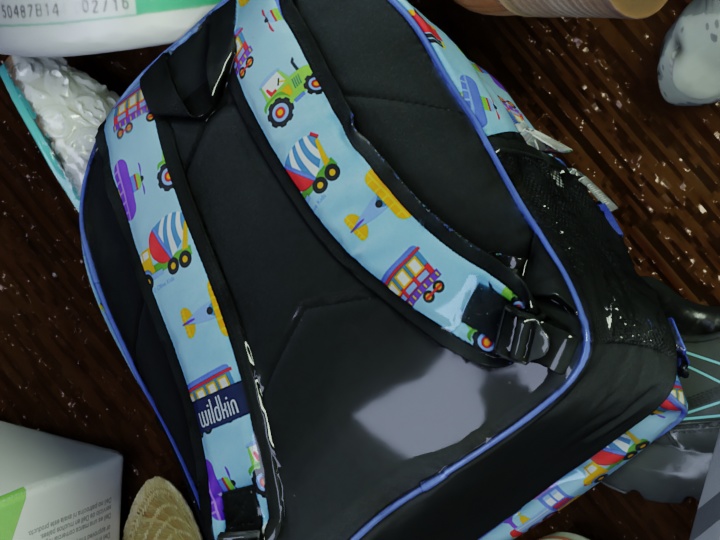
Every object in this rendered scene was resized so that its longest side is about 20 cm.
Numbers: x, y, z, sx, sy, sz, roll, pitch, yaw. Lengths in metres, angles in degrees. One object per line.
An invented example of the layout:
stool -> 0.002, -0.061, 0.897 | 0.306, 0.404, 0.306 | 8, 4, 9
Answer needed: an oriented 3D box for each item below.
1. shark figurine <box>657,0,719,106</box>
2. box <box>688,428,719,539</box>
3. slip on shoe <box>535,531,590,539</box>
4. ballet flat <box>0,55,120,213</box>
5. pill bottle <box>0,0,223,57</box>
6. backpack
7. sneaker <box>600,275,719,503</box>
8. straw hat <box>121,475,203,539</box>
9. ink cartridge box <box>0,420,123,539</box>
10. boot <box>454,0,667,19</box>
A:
shark figurine -> 0.205, -0.091, 1.011 | 0.213, 0.090, 0.129 | 19, 142, 26
box -> 0.170, 0.146, 0.937 | 0.155, 0.201, 0.041 | 23, 151, -6
slip on shoe -> 0.047, 0.192, 1.143 | 0.074, 0.061, 0.201 | 34, 111, 15
ballet flat -> -0.071, -0.007, 1.156 | 0.071, 0.072, 0.201 | -27, 92, 25
pill bottle -> -0.099, -0.186, 1.093 | 0.112, 0.113, 0.201 | -2, 101, 23
backpack -> 0.000, 0.000, 1.054 | 0.182, 0.134, 0.201 | -40, 66, 23
sneaker -> 0.174, 0.048, 1.051 | 0.199, 0.075, 0.080 | 5, 101, 21
straw hat -> -0.038, 0.181, 1.158 | 0.084, 0.201, 0.203 | -1, 105, -18
ink cartridge box -> -0.171, 0.176, 1.179 | 0.084, 0.145, 0.201 | 12, 106, 30
boot -> 0.078, -0.183, 1.047 | 0.155, 0.076, 0.201 | 18, 84, 48
